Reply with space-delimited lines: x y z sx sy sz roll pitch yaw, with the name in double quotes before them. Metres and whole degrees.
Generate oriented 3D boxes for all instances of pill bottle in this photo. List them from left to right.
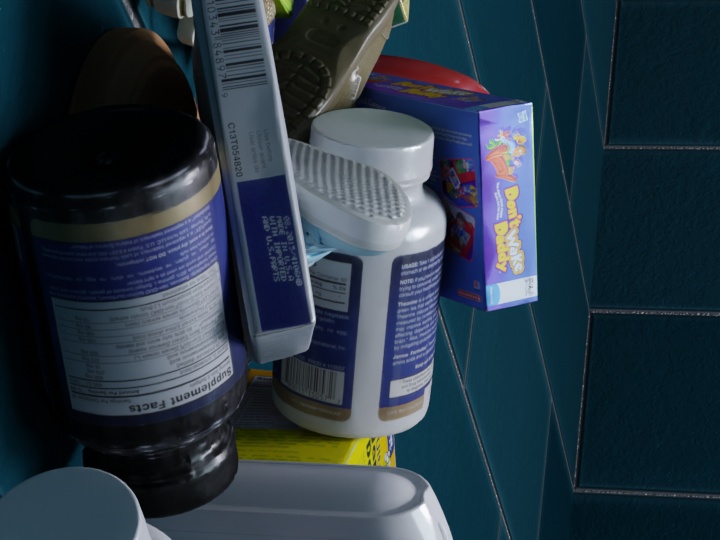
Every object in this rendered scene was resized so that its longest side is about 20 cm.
"pill bottle" -0.130 0.198 1.047 0.112 0.110 0.201 -75 161 -45
"pill bottle" -0.118 0.025 1.082 0.112 0.111 0.202 -67 154 -58
"pill bottle" 0.000 0.000 1.367 0.111 0.110 0.202 -58 155 -65

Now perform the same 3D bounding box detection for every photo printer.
"photo printer" -0.035 0.197 1.262 0.070 0.198 0.168 -64 151 -60

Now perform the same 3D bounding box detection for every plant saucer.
"plant saucer" -0.128 -0.042 1.212 0.200 0.032 0.203 2 90 -76

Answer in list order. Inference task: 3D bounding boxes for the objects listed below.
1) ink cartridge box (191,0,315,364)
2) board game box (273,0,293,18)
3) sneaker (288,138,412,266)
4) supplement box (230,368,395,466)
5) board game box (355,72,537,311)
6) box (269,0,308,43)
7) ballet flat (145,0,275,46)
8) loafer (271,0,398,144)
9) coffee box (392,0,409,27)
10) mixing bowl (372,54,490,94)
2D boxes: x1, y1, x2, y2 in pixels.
"ink cartridge box" -0.062 -0.052 1.157 0.200 0.040 0.202 126 -46 -82
"board game box" -0.086 -0.248 1.335 0.200 0.047 0.103 50 42 -71
"sneaker" -0.033 -0.028 1.248 0.200 0.073 0.083 31 -61 57
"supplement box" -0.047 0.157 1.403 0.200 0.108 0.111 -58 147 -65
"board game box" 0.046 -0.059 1.426 0.199 0.044 0.136 20 -64 56
"box" -0.036 -0.210 1.592 0.200 0.032 0.123 42 50 -72
"ballet flat" -0.099 -0.176 1.258 0.200 0.070 0.066 47 60 -67
"loafer" -0.035 -0.123 1.400 0.200 0.076 0.068 -49 152 -25
"coffee box" -0.010 -0.292 1.545 0.123 0.044 0.202 -85 158 -63
"mixing bowl" 0.058 -0.081 1.615 0.200 0.107 0.202 24 63 -62
